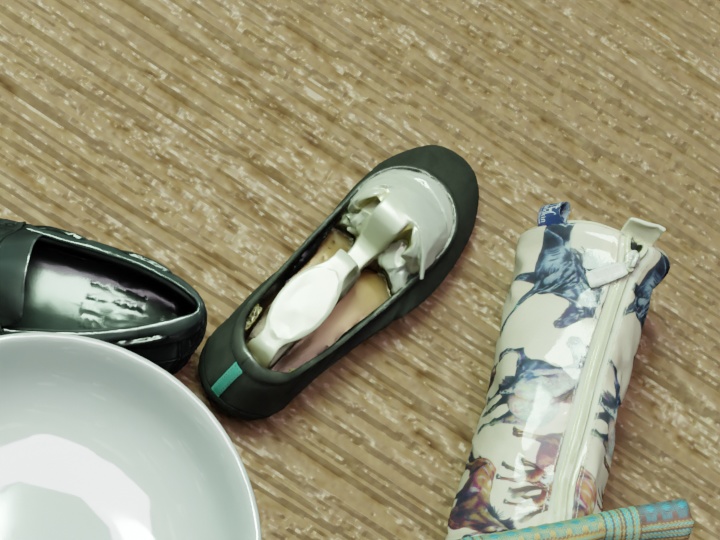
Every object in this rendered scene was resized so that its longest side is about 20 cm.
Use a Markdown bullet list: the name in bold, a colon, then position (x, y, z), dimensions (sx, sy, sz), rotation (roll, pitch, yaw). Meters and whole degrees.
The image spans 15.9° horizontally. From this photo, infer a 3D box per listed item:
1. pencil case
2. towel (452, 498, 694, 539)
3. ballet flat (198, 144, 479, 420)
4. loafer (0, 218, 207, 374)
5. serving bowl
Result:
- **pencil case**: position (0.098, 0.068, 1.282), dimensions (0.078, 0.089, 0.200), rotation (19, 66, -7)
- **towel**: position (0.060, 0.185, 1.208), dimensions (0.199, 0.147, 0.022), rotation (-8, 31, -19)
- **ballet flat**: position (0.000, 0.000, 1.292), dimensions (0.068, 0.068, 0.200), rotation (41, 64, 3)
- **loafer**: position (-0.171, 0.003, 1.242), dimensions (0.200, 0.070, 0.068), rotation (14, 65, -10)
- **serving bowl**: position (-0.149, 0.132, 1.199), dimensions (0.200, 0.066, 0.201), rotation (5, 68, -13)
